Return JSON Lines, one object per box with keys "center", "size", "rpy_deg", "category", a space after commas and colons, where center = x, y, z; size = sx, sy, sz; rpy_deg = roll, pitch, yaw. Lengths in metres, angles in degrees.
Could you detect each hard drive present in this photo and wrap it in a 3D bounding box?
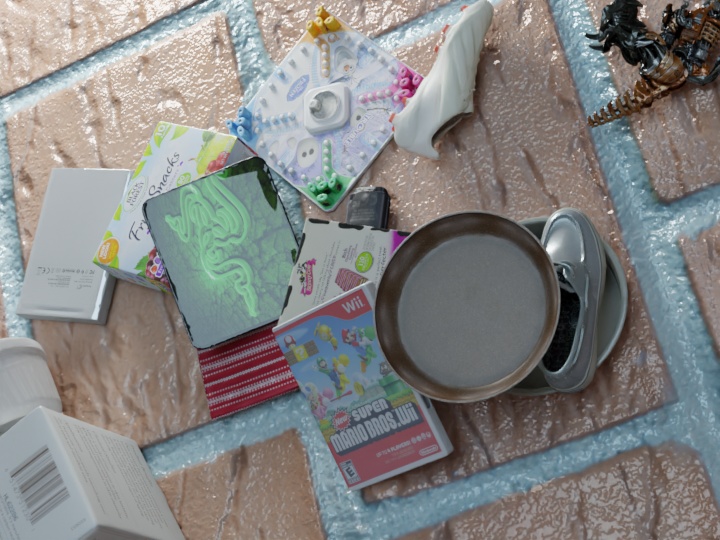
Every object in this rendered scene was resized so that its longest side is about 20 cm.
{"center": [-0.363, -0.033, 1.883], "size": [0.131, 0.026, 0.201], "rpy_deg": [3, 72, 27], "category": "hard drive"}

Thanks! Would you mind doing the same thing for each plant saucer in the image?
{"center": [0.111, 0.038, 1.499], "size": [0.199, 0.032, 0.201], "rpy_deg": [-6, 74, 22], "category": "plant saucer"}

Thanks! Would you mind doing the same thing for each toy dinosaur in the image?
{"center": [0.322, -0.239, 1.597], "size": [0.200, 0.102, 0.136], "rpy_deg": [-40, 74, -18], "category": "toy dinosaur"}

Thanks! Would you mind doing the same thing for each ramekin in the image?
{"center": [-0.450, 0.175, 1.756], "size": [0.202, 0.202, 0.094], "rpy_deg": [-37, 73, 9], "category": "ramekin"}

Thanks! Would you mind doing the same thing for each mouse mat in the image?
{"center": [-0.155, -0.022, 1.727], "size": [0.160, 0.008, 0.201], "rpy_deg": [-22, 74, -2], "category": "mouse mat"}

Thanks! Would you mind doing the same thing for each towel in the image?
{"center": [-0.131, 0.065, 1.737], "size": [0.144, 0.022, 0.201], "rpy_deg": [-22, 64, 17], "category": "towel"}

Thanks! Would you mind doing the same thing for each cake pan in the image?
{"center": [0.194, 0.041, 1.580], "size": [0.200, 0.037, 0.201], "rpy_deg": [-9, 68, 23], "category": "cake pan"}

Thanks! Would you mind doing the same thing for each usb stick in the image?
{"center": [0.000, 0.000, 1.693], "size": [0.055, 0.033, 0.201], "rpy_deg": [-2, 71, 28], "category": "usb stick"}

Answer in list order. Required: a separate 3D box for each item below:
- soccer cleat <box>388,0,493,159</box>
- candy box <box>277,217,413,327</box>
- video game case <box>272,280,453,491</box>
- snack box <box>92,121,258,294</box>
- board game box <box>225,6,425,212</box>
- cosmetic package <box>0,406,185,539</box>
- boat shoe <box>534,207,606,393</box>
{"center": [0.110, -0.220, 1.709], "size": [0.077, 0.069, 0.200], "rpy_deg": [31, 86, 15], "category": "soccer cleat"}
{"center": [0.019, 0.025, 1.617], "size": [0.199, 0.061, 0.137], "rpy_deg": [10, 79, 29], "category": "candy box"}
{"center": [0.000, 0.127, 1.578], "size": [0.143, 0.017, 0.201], "rpy_deg": [-26, 89, 35], "category": "video game case"}
{"center": [-0.228, -0.077, 1.805], "size": [0.142, 0.053, 0.201], "rpy_deg": [13, 74, 38], "category": "snack box"}
{"center": [-0.044, -0.202, 1.793], "size": [0.200, 0.026, 0.200], "rpy_deg": [39, 90, 32], "category": "board game box"}
{"center": [-0.332, 0.283, 1.648], "size": [0.166, 0.200, 0.168], "rpy_deg": [-38, 60, 9], "category": "cosmetic package"}
{"center": [0.212, 0.023, 1.514], "size": [0.070, 0.071, 0.202], "rpy_deg": [-6, 69, 24], "category": "boat shoe"}
